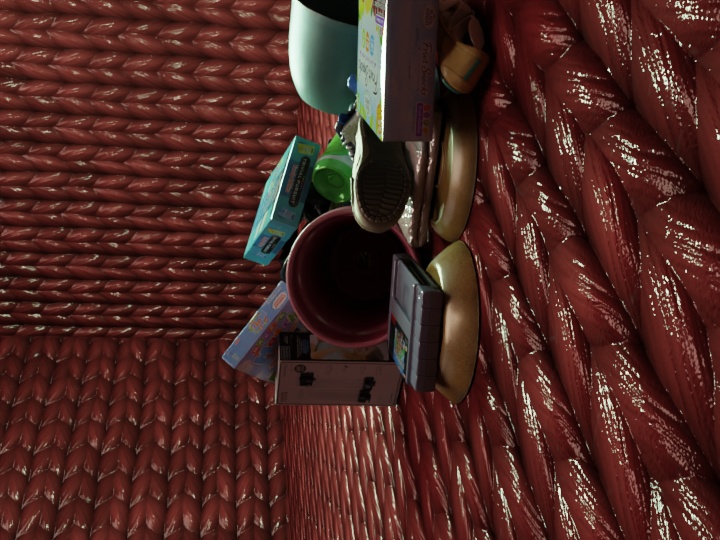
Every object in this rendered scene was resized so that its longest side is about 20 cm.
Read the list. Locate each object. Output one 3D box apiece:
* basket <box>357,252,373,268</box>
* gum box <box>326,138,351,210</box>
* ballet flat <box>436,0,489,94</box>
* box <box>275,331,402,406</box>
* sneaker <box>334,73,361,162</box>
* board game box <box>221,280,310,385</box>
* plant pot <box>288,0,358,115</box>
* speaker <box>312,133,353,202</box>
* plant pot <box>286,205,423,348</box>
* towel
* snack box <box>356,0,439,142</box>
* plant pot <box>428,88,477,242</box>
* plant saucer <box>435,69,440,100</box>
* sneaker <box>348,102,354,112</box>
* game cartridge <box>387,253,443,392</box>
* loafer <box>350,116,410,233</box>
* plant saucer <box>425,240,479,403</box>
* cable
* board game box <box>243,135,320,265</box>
[{"bbox_3d":[-0.024,0.045,1.591,0.200,0.148,0.144,148,123,-78],"label":"basket"},{"bbox_3d":[-0.006,-0.130,1.616,0.066,0.113,0.201,-108,22,-64],"label":"gum box"},{"bbox_3d":[0.117,-0.284,1.106,0.063,0.068,0.201,-48,34,31],"label":"ballet flat"},{"bbox_3d":[-0.034,0.158,1.472,0.060,0.198,0.117,-95,10,-45],"label":"box"},{"bbox_3d":[0.003,-0.191,1.323,0.077,0.085,0.201,-103,18,-64],"label":"sneaker"},{"bbox_3d":[-0.124,0.110,1.506,0.152,0.037,0.200,-52,-26,0],"label":"board game box"},{"bbox_3d":[-0.021,-0.338,1.440,0.201,0.199,0.162,-101,21,-53],"label":"plant pot"},{"bbox_3d":[-0.005,-0.200,1.496,0.089,0.088,0.201,103,-167,-50],"label":"speaker"},{"bbox_3d":[0.000,0.000,1.389,0.179,0.198,0.202,-51,-36,-79],"label":"plant pot"},{"bbox_3d":[0.068,-0.156,1.262,0.200,0.032,0.192,-105,19,-63],"label":"towel"},{"bbox_3d":[0.041,-0.259,1.130,0.200,0.067,0.170,-110,20,-67],"label":"snack box"},{"bbox_3d":[0.109,-0.137,1.181,0.200,0.027,0.202,-179,90,-81],"label":"plant pot"},{"bbox_3d":[0.081,-0.212,1.366,0.200,0.027,0.202,-178,90,-82],"label":"plant saucer"},{"bbox_3d":[0.020,-0.218,1.393,0.078,0.086,0.201,-104,18,-59],"label":"sneaker"},{"bbox_3d":[0.064,0.063,1.182,0.200,0.038,0.131,-121,38,-74],"label":"game cartridge"},{"bbox_3d":[0.024,-0.120,1.220,0.068,0.075,0.201,101,174,-50],"label":"loafer"},{"bbox_3d":[0.103,0.063,1.151,0.200,0.035,0.202,-178,90,-81],"label":"plant saucer"},{"bbox_3d":[-0.093,-0.068,1.536,0.200,0.050,0.164,-104,34,-64],"label":"cable"},{"bbox_3d":[-0.131,-0.110,1.533,0.200,0.047,0.152,140,147,-64],"label":"board game box"}]
